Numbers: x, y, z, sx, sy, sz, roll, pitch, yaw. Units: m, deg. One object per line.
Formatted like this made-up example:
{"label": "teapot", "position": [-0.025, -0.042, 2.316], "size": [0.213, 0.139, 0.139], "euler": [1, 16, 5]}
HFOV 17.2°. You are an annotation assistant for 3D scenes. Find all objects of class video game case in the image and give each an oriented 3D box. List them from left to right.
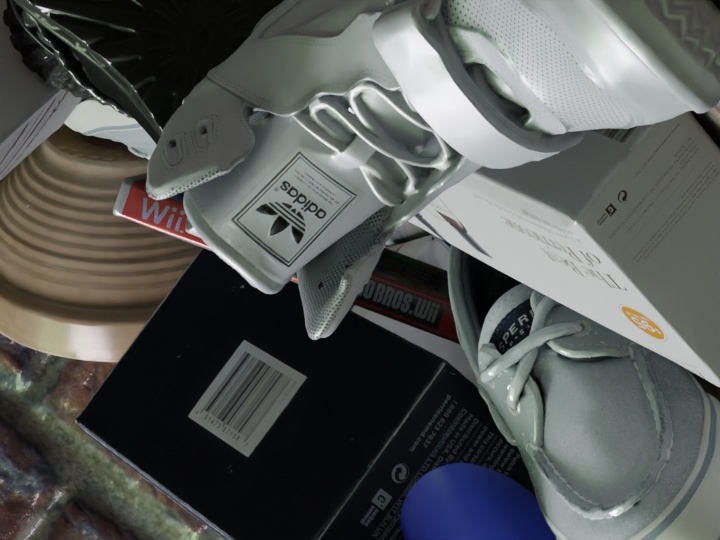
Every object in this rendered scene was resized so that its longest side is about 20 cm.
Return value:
{"label": "video game case", "position": [0.000, 0.000, 1.015], "size": [0.199, 0.018, 0.143], "euler": [20, -175, 1]}

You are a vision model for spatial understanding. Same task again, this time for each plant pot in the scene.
{"label": "plant pot", "position": [-0.117, -0.039, 1.295], "size": [0.201, 0.200, 0.093], "euler": [33, 134, 46]}

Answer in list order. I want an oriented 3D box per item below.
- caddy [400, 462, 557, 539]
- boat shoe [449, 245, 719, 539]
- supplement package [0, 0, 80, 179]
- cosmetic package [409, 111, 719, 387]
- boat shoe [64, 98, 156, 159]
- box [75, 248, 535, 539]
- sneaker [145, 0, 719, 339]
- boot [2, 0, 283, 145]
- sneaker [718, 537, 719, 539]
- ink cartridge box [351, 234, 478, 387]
{"label": "caddy", "position": [0.040, 0.169, 0.852], "size": [0.201, 0.141, 0.105], "euler": [64, 179, -35]}
{"label": "boat shoe", "position": [0.067, 0.036, 0.809], "size": [0.071, 0.070, 0.201], "euler": [41, -169, -22]}
{"label": "supplement package", "position": [-0.211, -0.084, 1.083], "size": [0.121, 0.200, 0.120], "euler": [43, 138, -3]}
{"label": "cosmetic package", "position": [0.050, -0.032, 0.744], "size": [0.083, 0.051, 0.200], "euler": [42, 174, -31]}
{"label": "boat shoe", "position": [-0.099, -0.080, 1.198], "size": [0.071, 0.070, 0.201], "euler": [42, 173, -15]}
{"label": "box", "position": [0.010, 0.098, 0.997], "size": [0.182, 0.104, 0.200], "euler": [42, 171, -33]}
{"label": "sneaker", "position": [0.015, -0.038, 0.602], "size": [0.075, 0.115, 0.200], "euler": [42, 174, -21]}
{"label": "boot", "position": [-0.066, -0.077, 0.981], "size": [0.211, 0.079, 0.158], "euler": [45, 171, 4]}
{"label": "sneaker", "position": [0.149, 0.105, 1.116], "size": [0.084, 0.073, 0.200], "euler": [11, 159, 41]}
{"label": "ink cartridge box", "position": [0.045, 0.046, 1.248], "size": [0.115, 0.068, 0.200], "euler": [40, 174, -4]}
